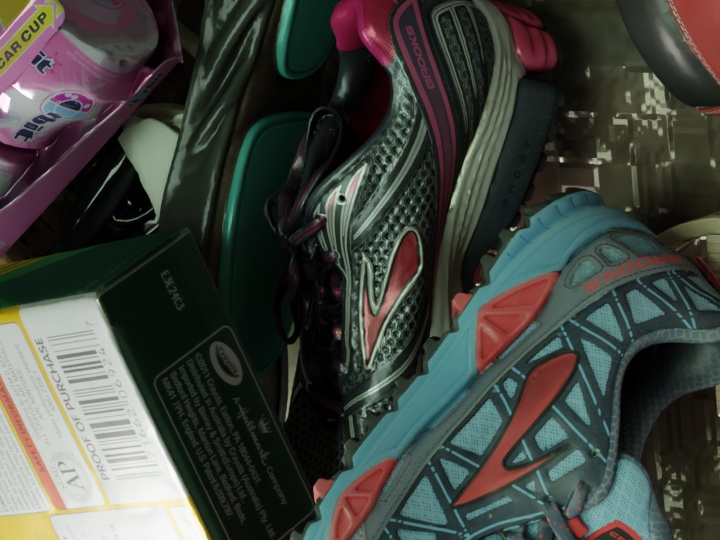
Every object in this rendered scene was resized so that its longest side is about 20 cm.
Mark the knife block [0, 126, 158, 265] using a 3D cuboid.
[{"bbox_3d":[-0.140,0.012,1.097,0.064,0.200,0.176,43,156,22],"label":"knife block"}]

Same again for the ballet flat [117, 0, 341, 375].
[{"bbox_3d":[-0.042,-0.065,1.025,0.068,0.068,0.201,17,99,30],"label":"ballet flat"}]

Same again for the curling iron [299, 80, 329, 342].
[{"bbox_3d":[-0.012,0.029,1.084,0.050,0.025,0.201,-139,47,-71],"label":"curling iron"}]

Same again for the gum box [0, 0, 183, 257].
[{"bbox_3d":[-0.136,-0.107,1.045,0.113,0.066,0.201,-44,42,27],"label":"gum box"}]

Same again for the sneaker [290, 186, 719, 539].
[{"bbox_3d":[0.049,0.071,0.924,0.095,0.079,0.200,29,79,23],"label":"sneaker"}]

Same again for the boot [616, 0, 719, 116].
[{"bbox_3d":[0.168,-0.045,0.897,0.200,0.072,0.144,45,159,-4],"label":"boot"}]

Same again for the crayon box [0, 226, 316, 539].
[{"bbox_3d":[-0.110,0.062,1.014,0.199,0.052,0.126,-10,110,46],"label":"crayon box"}]

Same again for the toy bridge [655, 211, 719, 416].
[{"bbox_3d":[0.127,0.014,0.965,0.199,0.027,0.068,4,104,39],"label":"toy bridge"}]

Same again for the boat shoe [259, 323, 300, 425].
[{"bbox_3d":[-0.058,0.056,1.098,0.074,0.063,0.202,-125,36,-65],"label":"boat shoe"}]

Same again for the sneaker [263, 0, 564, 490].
[{"bbox_3d":[0.000,0.000,0.999,0.081,0.074,0.201,22,98,57],"label":"sneaker"}]
